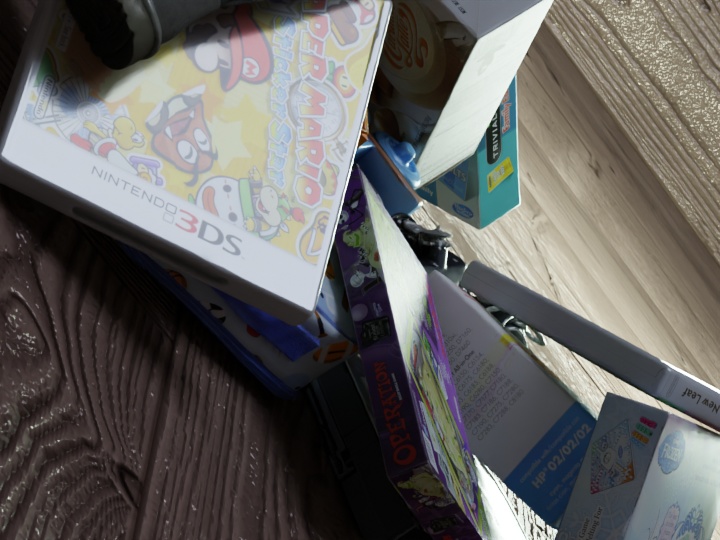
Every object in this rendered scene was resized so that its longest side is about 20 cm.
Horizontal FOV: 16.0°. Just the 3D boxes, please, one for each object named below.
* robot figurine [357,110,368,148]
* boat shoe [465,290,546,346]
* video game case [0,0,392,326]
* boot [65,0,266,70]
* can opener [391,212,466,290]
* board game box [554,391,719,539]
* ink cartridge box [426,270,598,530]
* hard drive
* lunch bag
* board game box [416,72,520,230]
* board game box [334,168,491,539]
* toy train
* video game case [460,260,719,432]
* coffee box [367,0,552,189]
[{"bbox_3d":[-0.067,-0.123,1.510,0.199,0.058,0.146,16,62,-42],"label":"robot figurine"},{"bbox_3d":[0.091,0.053,1.821,0.074,0.068,0.200,45,16,-40],"label":"boat shoe"},{"bbox_3d":[-0.081,-0.096,1.293,0.181,0.023,0.201,27,58,-21],"label":"video game case"},{"bbox_3d":[-0.078,-0.206,1.285,0.072,0.199,0.183,-8,-71,57],"label":"boot"},{"bbox_3d":[0.000,0.000,1.585,0.063,0.079,0.200,26,10,30],"label":"can opener"},{"bbox_3d":[0.152,0.180,1.483,0.043,0.200,0.200,20,-2,22],"label":"board game box"},{"bbox_3d":[0.077,0.070,1.558,0.200,0.068,0.115,43,2,18],"label":"ink cartridge box"},{"bbox_3d":[0.044,0.137,1.512,0.200,0.038,0.140,40,20,-49],"label":"hard drive"},{"bbox_3d":[-0.078,-0.028,1.389,0.200,0.075,0.161,45,19,-43],"label":"lunch bag"},{"bbox_3d":[0.044,-0.148,1.839,0.151,0.047,0.201,30,-41,37],"label":"board game box"},{"bbox_3d":[0.027,0.055,1.416,0.120,0.032,0.201,50,21,-50],"label":"board game box"},{"bbox_3d":[-0.040,-0.095,1.675,0.201,0.087,0.114,54,17,7],"label":"toy train"},{"bbox_3d":[0.178,0.064,1.552,0.181,0.022,0.200,27,2,-37],"label":"video game case"},{"bbox_3d":[0.041,-0.153,1.711,0.115,0.080,0.200,49,-30,14],"label":"coffee box"}]
